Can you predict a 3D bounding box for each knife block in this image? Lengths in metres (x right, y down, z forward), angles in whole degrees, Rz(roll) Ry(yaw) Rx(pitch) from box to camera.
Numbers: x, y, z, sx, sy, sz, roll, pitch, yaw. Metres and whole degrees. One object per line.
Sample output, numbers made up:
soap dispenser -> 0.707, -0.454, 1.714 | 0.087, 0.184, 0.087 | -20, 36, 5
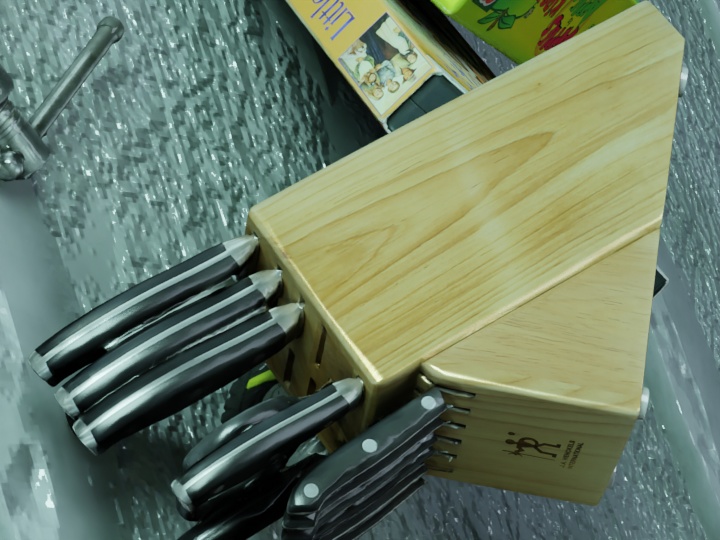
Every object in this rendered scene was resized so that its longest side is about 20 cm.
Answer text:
knife block -> 0.000, 0.000, 0.763 | 0.175, 0.064, 0.201 | 12, 59, -1

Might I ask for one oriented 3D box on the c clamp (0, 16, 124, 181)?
c clamp -> -0.158, -0.088, 0.723 | 0.200, 0.027, 0.171 | 51, 35, -27

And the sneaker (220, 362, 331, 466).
sneaker -> 0.016, 0.032, 0.866 | 0.077, 0.075, 0.200 | 57, 29, -10

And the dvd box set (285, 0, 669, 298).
dvd box set -> 0.021, -0.075, 0.922 | 0.146, 0.029, 0.200 | 38, 11, -39

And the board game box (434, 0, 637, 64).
board game box -> 0.040, -0.128, 0.944 | 0.102, 0.048, 0.200 | 47, 9, 15
